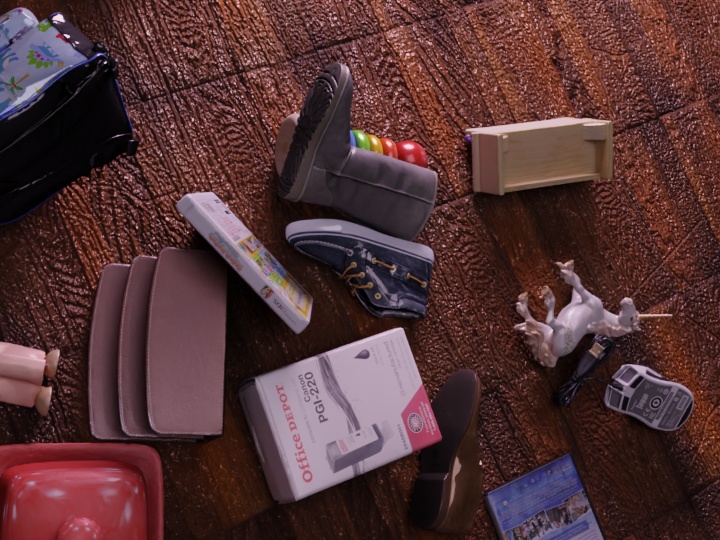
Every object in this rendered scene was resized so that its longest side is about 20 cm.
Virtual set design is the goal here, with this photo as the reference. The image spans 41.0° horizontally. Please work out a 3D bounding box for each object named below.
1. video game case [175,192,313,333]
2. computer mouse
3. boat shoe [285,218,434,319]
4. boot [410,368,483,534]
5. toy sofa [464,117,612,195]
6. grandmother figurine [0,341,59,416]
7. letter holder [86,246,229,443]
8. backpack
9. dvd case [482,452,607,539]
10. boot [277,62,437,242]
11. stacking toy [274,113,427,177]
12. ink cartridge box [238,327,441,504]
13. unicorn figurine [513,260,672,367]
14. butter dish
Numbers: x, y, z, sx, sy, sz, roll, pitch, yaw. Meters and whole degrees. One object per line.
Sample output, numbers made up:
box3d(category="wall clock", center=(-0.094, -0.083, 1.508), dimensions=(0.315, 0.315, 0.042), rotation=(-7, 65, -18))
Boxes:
box3d(category="video game case", center=(-0.123, -0.014, 1.077), dimensions=(0.023, 0.200, 0.182), rotation=(-43, 95, 2))
box3d(category="computer mouse", center=(0.361, 0.161, 1.297), dimensions=(0.198, 0.044, 0.110), rotation=(24, 101, -22))
box3d(category="boat shoe", center=(0.000, 0.000, 1.184), dimensions=(0.198, 0.071, 0.092), rotation=(13, 70, -20))
box3d(category="boot", center=(0.119, 0.224, 1.187), dimensions=(0.075, 0.073, 0.202), rotation=(26, 71, -34))
box3d(category="toy sofa", center=(0.244, -0.159, 1.330), dimensions=(0.198, 0.097, 0.084), rotation=(-10, 105, -24))
box3d(category="grandmother figurine", center=(-0.420, 0.092, 1.000), dimensions=(0.198, 0.061, 0.123), rotation=(13, 63, -21))
box3d(category="letter holder", center=(-0.224, 0.083, 1.058), dimensions=(0.140, 0.101, 0.203), rotation=(5, 74, -19))
box3d(category="backpack", center=(-0.364, -0.159, 1.025), dimensions=(0.147, 0.184, 0.200), rotation=(39, 67, 17))
box3d(category="dvd case", center=(0.250, 0.352, 1.224), dimensions=(0.141, 0.018, 0.202), rotation=(-18, 83, -26))
box3d(category="boot", center=(0.015, -0.134, 1.153), dimensions=(0.198, 0.073, 0.183), rotation=(15, 110, -28))
box3d(category="stacking toy", center=(-0.005, -0.145, 1.225), dimensions=(0.198, 0.085, 0.086), rotation=(3, 75, -29))
box3d(category="ink cartridge box", center=(-0.025, 0.167, 1.125), dimensions=(0.198, 0.085, 0.147), rotation=(-17, 83, -23))
box3d(category="unicorn figurine", center=(0.295, 0.058, 1.297), dimensions=(0.199, 0.074, 0.138), rotation=(-35, 100, -12))
box3d(category="butter dish", center=(-0.285, 0.270, 0.957), dimensions=(0.197, 0.148, 0.203), rotation=(4, 75, -22))
